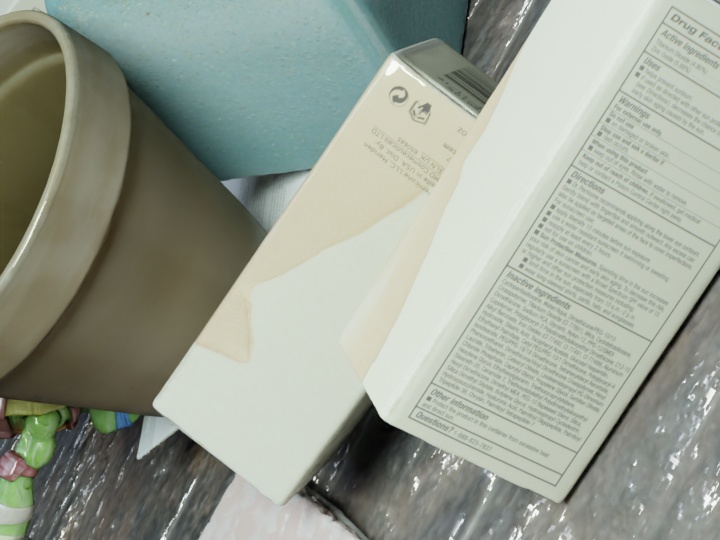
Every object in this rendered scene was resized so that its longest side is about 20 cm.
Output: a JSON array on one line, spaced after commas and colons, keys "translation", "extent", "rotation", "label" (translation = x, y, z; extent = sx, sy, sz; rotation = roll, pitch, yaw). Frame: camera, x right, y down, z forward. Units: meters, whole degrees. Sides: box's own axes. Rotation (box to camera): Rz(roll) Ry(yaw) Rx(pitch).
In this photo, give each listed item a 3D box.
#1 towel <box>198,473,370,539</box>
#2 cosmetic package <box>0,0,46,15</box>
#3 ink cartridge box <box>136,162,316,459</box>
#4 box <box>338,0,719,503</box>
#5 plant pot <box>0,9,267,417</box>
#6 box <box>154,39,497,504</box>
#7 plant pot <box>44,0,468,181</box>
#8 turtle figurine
[{"translation": [-0.054, 0.197, 0.847], "extent": [0.191, 0.032, 0.200], "rotation": [-62, 24, 1], "label": "towel"}, {"translation": [-0.138, -0.124, 1.133], "extent": [0.104, 0.200, 0.073], "rotation": [-40, 32, 41], "label": "cosmetic package"}, {"translation": [-0.057, 0.000, 1.038], "extent": [0.174, 0.043, 0.200], "rotation": [-41, 33, 42], "label": "ink cartridge box"}, {"translation": [0.086, -0.021, 0.710], "extent": [0.200, 0.095, 0.078], "rotation": [-57, 24, 11], "label": "box"}, {"translation": [-0.144, -0.007, 0.933], "extent": [0.200, 0.173, 0.200], "rotation": [-27, 49, 36], "label": "plant pot"}, {"translation": [0.000, 0.000, 0.823], "extent": [0.200, 0.078, 0.095], "rotation": [-54, -5, 17], "label": "box"}, {"translation": [-0.067, -0.186, 0.963], "extent": [0.196, 0.200, 0.196], "rotation": [-6, 54, 24], "label": "plant pot"}, {"translation": [-0.231, 0.097, 1.075], "extent": [0.200, 0.193, 0.144], "rotation": [120, 159, -74], "label": "turtle figurine"}]
